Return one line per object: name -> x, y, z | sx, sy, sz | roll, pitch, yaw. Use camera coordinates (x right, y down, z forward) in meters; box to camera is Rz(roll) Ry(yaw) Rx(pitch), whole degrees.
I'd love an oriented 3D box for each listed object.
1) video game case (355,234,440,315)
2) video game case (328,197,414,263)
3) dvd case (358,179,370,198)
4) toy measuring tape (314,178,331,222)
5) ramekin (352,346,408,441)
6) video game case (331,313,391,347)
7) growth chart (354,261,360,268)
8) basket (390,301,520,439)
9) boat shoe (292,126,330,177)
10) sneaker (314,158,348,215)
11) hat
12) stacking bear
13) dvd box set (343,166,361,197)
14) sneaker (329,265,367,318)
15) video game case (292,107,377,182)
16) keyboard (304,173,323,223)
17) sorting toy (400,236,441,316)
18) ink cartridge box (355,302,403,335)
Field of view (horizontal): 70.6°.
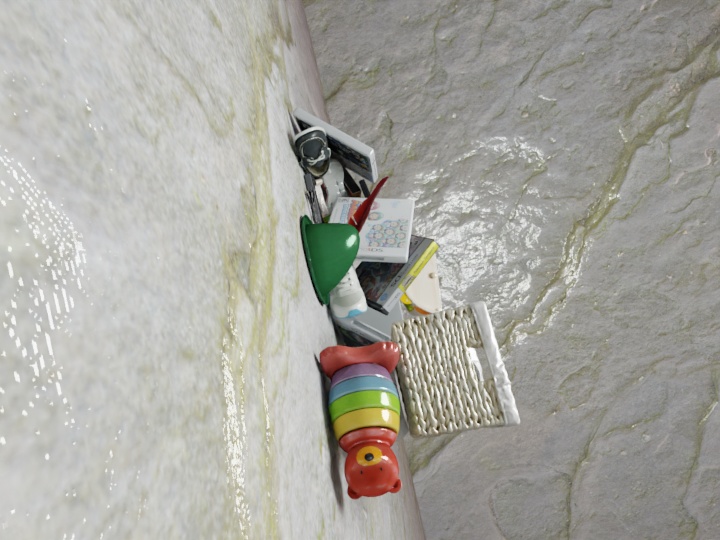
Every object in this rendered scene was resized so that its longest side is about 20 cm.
video game case -> 0.056, -0.003, 1.091 | 0.026, 0.181, 0.200 | 43, -11, -27
video game case -> 0.019, -0.093, 1.100 | 0.200, 0.182, 0.024 | -78, 167, -46
dvd case -> 0.046, -0.115, 1.273 | 0.200, 0.018, 0.143 | 63, 6, -53
toy measuring tape -> -0.062, -0.120, 1.206 | 0.074, 0.073, 0.200 | -93, 171, -74
ramekin -> 0.023, 0.237, 0.963 | 0.200, 0.105, 0.200 | -12, 90, -87
video game case -> 0.035, 0.172, 1.088 | 0.023, 0.182, 0.200 | -55, 155, -21
growth chart -> 0.000, 0.000, 1.255 | 0.200, 0.145, 0.018 | -103, -169, -57
basket -> 0.146, 0.178, 0.858 | 0.200, 0.161, 0.198 | 85, -7, -72
boat shoe -> -0.097, -0.252, 1.095 | 0.200, 0.076, 0.060 | 21, 47, -86
sneaker -> -0.078, -0.198, 1.277 | 0.082, 0.077, 0.200 | 43, -37, 43
hat -> -0.006, -0.050, 0.947 | 0.166, 0.176, 0.200 | -93, 169, -74
stacking bear -> 0.008, 0.219, 0.732 | 0.114, 0.121, 0.200 | 91, -7, -52
dvd box set -> -0.051, -0.201, 1.365 | 0.146, 0.029, 0.200 | 57, -18, 22
sneaker -> -0.039, 0.027, 1.049 | 0.200, 0.076, 0.081 | -116, -169, -58
video game case -> -0.052, -0.287, 1.185 | 0.023, 0.200, 0.182 | -58, 171, -4
keyboard -> -0.093, -0.118, 1.134 | 0.127, 0.021, 0.200 | -56, 132, -86
sorting toy -> 0.136, 0.037, 1.306 | 0.180, 0.107, 0.200 | 104, -18, -73
ink cartridge box -> 0.027, 0.087, 1.286 | 0.200, 0.145, 0.145 | -98, 174, -59
